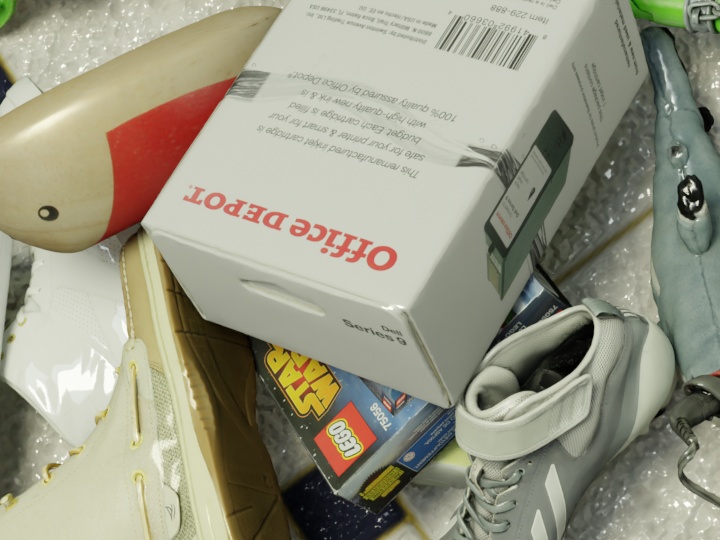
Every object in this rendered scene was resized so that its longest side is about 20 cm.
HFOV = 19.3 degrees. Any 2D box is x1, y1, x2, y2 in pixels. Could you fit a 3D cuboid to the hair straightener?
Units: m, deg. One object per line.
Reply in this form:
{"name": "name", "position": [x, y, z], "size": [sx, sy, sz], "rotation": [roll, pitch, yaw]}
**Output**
{"name": "hair straightener", "position": [0.211, 0.053, 0.927], "size": [0.199, 0.041, 0.077], "rotation": [-25, 84, -34]}

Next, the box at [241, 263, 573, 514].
{"name": "box", "position": [0.000, 0.000, 1.029], "size": [0.137, 0.040, 0.200], "rotation": [-44, 50, 10]}

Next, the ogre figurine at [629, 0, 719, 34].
{"name": "ogre figurine", "position": [0.144, -0.184, 1.038], "size": [0.119, 0.098, 0.201], "rotation": [-9, 74, 12]}

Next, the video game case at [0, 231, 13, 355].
{"name": "video game case", "position": [-0.257, 0.075, 1.107], "size": [0.181, 0.024, 0.201], "rotation": [-8, 72, 39]}

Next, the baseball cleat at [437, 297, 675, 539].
{"name": "baseball cleat", "position": [0.061, 0.098, 0.961], "size": [0.070, 0.106, 0.201], "rotation": [36, 100, 42]}

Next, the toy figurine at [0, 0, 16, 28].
{"name": "toy figurine", "position": [-0.227, -0.241, 1.158], "size": [0.199, 0.150, 0.185], "rotation": [-6, 64, 27]}

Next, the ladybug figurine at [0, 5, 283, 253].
{"name": "ladybug figurine", "position": [-0.101, -0.066, 1.018], "size": [0.200, 0.136, 0.072], "rotation": [-30, 94, -33]}

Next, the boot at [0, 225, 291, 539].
{"name": "boot", "position": [-0.122, 0.087, 1.007], "size": [0.154, 0.072, 0.201], "rotation": [-28, 59, 22]}

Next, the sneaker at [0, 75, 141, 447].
{"name": "sneaker", "position": [-0.162, 0.001, 1.102], "size": [0.115, 0.074, 0.200], "rotation": [-36, 69, 3]}

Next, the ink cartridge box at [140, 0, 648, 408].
{"name": "ink cartridge box", "position": [0.018, -0.056, 0.957], "size": [0.145, 0.084, 0.200], "rotation": [18, 64, 31]}

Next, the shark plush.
{"name": "shark plush", "position": [0.168, -0.020, 0.992], "size": [0.090, 0.083, 0.201], "rotation": [-1, 75, 18]}

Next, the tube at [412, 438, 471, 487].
{"name": "tube", "position": [0.045, 0.004, 1.047], "size": [0.058, 0.052, 0.201], "rotation": [11, 72, -16]}
